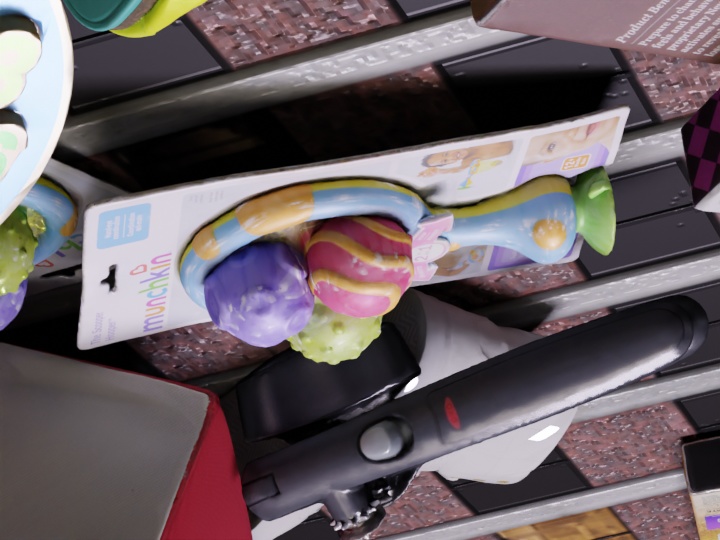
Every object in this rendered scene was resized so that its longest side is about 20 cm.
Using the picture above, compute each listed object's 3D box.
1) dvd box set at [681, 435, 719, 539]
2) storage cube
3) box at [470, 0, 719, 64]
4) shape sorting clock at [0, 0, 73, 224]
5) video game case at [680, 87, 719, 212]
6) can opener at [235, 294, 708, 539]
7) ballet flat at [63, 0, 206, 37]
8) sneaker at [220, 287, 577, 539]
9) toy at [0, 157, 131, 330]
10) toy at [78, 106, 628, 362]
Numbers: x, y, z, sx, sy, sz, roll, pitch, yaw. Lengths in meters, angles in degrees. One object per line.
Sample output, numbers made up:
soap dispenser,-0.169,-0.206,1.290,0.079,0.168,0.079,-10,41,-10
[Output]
dvd box set,0.241,0.120,1.483,0.146,0.030,0.200,-11,155,7
storage cube,-0.148,0.140,1.167,0.199,0.172,0.180,12,152,11
box,0.137,-0.112,0.891,0.199,0.075,0.100,5,153,-30
shape sorting clock,-0.186,-0.046,0.922,0.199,0.039,0.200,-15,143,-11
video game case,0.219,-0.070,0.877,0.180,0.036,0.200,3,153,-22
can opener,0.039,0.051,1.133,0.199,0.079,0.063,-18,-173,25
ballet flat,-0.024,-0.129,0.832,0.067,0.067,0.200,-18,167,-34
sneaker,0.009,0.079,1.273,0.115,0.074,0.200,15,146,-35
toy,-0.159,-0.008,1.060,0.115,0.047,0.200,-18,153,26
toy,0.000,0.000,1.076,0.199,0.047,0.115,-13,155,-14
